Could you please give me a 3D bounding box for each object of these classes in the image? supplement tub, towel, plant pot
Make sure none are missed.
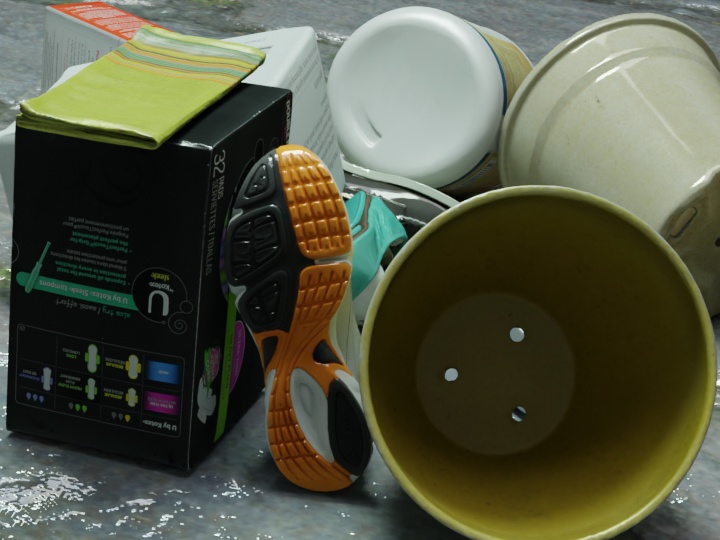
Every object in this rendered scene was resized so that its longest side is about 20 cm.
[{"bbox_3d":[0.068,-0.134,1.657,0.144,0.145,0.200,14,4,19],"label":"supplement tub"},{"bbox_3d":[-0.123,-0.109,1.184,0.086,0.018,0.200,9,21,12],"label":"towel"},{"bbox_3d":[0.089,0.058,1.174,0.200,0.200,0.142,4,-5,-7],"label":"plant pot"},{"bbox_3d":[0.231,-0.064,1.535,0.200,0.201,0.184,-3,34,-24],"label":"plant pot"}]

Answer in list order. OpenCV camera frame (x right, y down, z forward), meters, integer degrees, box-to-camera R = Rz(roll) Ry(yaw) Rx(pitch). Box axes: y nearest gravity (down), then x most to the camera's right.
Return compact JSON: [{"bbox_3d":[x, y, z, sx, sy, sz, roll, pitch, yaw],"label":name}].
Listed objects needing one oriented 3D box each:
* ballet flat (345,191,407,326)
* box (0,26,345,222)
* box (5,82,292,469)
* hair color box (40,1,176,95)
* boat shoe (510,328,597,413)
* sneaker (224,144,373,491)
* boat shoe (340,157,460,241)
[{"bbox_3d":[0.000,0.000,1.435,0.070,0.067,0.200,45,20,-6],"label":"ballet flat"},{"bbox_3d":[-0.128,-0.076,1.438,0.200,0.131,0.199,-9,18,11],"label":"box"},{"bbox_3d":[-0.127,-0.007,1.221,0.124,0.200,0.149,10,21,14],"label":"box"},{"bbox_3d":[-0.196,-0.159,1.751,0.061,0.102,0.200,-12,28,-40],"label":"hair color box"},{"bbox_3d":[0.124,0.052,1.330,0.066,0.072,0.200,-1,22,-31],"label":"boat shoe"},{"bbox_3d":[-0.034,0.024,1.194,0.076,0.200,0.092,-5,11,3],"label":"sneaker"},{"bbox_3d":[0.004,-0.043,1.564,0.201,0.061,0.072,22,-20,15],"label":"boat shoe"}]
